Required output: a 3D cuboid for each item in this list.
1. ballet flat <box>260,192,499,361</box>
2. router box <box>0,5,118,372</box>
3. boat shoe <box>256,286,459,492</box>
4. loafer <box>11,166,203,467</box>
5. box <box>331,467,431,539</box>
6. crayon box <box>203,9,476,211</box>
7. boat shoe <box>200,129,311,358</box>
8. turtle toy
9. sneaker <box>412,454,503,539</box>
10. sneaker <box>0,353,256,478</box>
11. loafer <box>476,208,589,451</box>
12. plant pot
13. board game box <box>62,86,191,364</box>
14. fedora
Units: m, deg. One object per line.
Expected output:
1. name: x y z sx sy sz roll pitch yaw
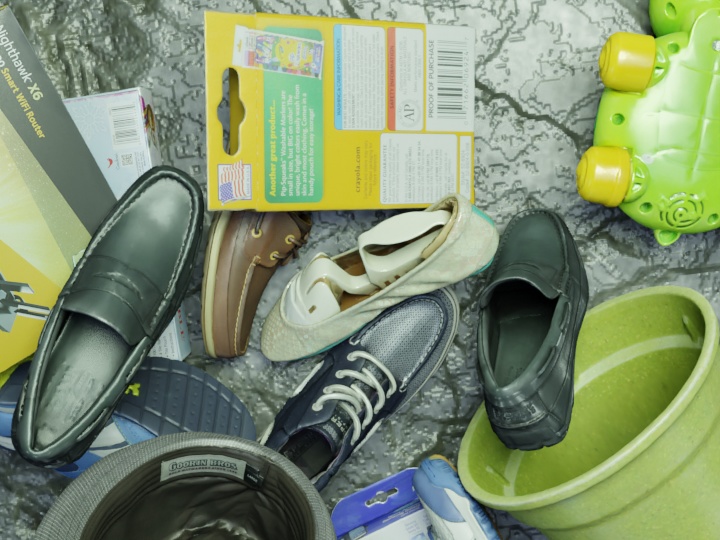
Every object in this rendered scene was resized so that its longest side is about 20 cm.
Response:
1. ballet flat: 0.000 0.000 0.741 0.199 0.068 0.062 -27 136 18
2. router box: -0.247 -0.043 0.676 0.157 0.052 0.201 -34 110 -20
3. boat shoe: -0.001 0.090 0.753 0.075 0.093 0.200 40 96 -4
4. loafer: -0.152 0.027 0.651 0.068 0.070 0.201 27 81 -8
5. box: 0.054 0.253 0.796 0.119 0.041 0.201 -26 96 4
6. crayon box: -0.018 -0.105 0.714 0.199 0.052 0.127 -3 96 -28
7. boat shoe: -0.069 -0.031 0.756 0.067 0.072 0.201 12 93 3
8. turtle toy: 0.224 -0.116 0.722 0.145 0.101 0.201 10 95 -1
9. sneaker: 0.073 0.230 0.737 0.088 0.075 0.201 -26 94 3
10. sneaker: -0.173 0.107 0.752 0.199 0.074 0.082 15 131 -7
11. loafer: 0.112 0.024 0.700 0.068 0.201 0.071 -11 131 23
12. plant pot: 0.200 0.145 0.719 0.200 0.200 0.184 -39 105 5
13. board game box: -0.239 -0.021 0.777 0.198 0.041 0.201 -7 95 3
14. fedora: -0.107 0.193 0.650 0.176 0.200 0.091 23 125 8
